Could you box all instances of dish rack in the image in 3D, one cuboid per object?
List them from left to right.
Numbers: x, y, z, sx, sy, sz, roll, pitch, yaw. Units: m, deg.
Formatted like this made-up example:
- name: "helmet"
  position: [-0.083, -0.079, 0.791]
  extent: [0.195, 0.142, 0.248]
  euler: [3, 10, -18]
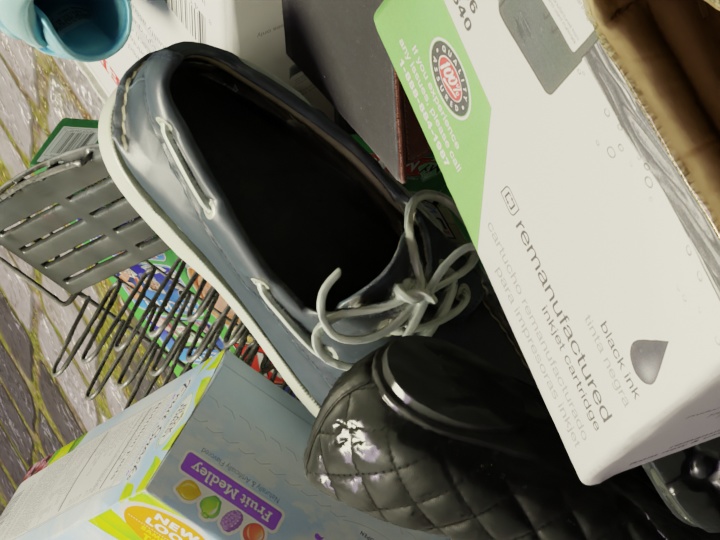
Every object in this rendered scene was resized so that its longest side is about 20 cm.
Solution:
- name: "dish rack"
  position: [-0.047, 0.032, 1.035]
  extent: [0.200, 0.055, 0.153]
  euler: [36, 151, -19]

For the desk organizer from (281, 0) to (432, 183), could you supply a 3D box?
- name: "desk organizer"
  position: [0.021, -0.130, 0.868]
  extent: [0.072, 0.077, 0.200]
  euler: [50, 158, 34]

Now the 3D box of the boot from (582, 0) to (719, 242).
- name: "boot"
  position: [0.107, -0.105, 0.534]
  extent: [0.073, 0.155, 0.200]
  euler: [28, 141, 61]

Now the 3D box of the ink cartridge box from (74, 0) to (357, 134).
- name: "ink cartridge box"
  position: [-0.052, -0.117, 1.082]
  extent: [0.146, 0.085, 0.200]
  euler: [54, 158, 27]

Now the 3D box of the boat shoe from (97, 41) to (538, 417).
- name: "boat shoe"
  position: [0.000, 0.000, 0.942]
  extent: [0.200, 0.075, 0.062]
  euler: [48, 159, -6]

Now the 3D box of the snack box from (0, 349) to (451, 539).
- name: "snack box"
  position: [-0.037, 0.122, 1.052]
  extent: [0.169, 0.068, 0.200]
  euler: [36, 151, -12]

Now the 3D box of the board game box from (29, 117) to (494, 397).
- name: "board game box"
  position: [-0.015, 0.004, 1.059]
  extent: [0.200, 0.029, 0.135]
  euler: [5, 139, 40]

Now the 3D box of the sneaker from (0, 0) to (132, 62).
- name: "sneaker"
  position: [-0.122, -0.106, 1.036]
  extent: [0.082, 0.074, 0.200]
  euler: [66, 163, 1]

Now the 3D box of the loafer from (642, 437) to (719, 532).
- name: "loafer"
  position: [0.079, -0.013, 0.883]
  extent: [0.070, 0.068, 0.201]
  euler: [-101, -15, -74]

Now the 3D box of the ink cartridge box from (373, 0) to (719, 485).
- name: "ink cartridge box"
  position: [0.094, -0.052, 0.696]
  extent: [0.146, 0.084, 0.200]
  euler: [66, 155, 13]

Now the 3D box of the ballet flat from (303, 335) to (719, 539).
- name: "ballet flat"
  position: [0.075, 0.083, 0.923]
  extent: [0.200, 0.066, 0.057]
  euler: [29, 127, -12]
